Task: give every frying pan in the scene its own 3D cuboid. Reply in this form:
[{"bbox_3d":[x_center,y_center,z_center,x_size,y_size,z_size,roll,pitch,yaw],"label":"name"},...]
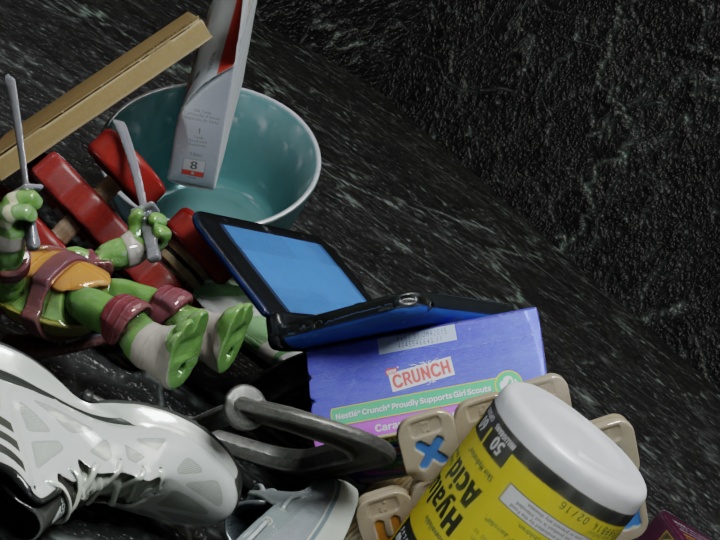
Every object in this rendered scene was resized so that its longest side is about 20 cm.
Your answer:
[{"bbox_3d":[-0.051,0.106,1.036,0.114,0.190,0.031,-16,69,-19],"label":"frying pan"}]

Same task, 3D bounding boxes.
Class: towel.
[{"bbox_3d":[-0.119,0.027,1.203,0.199,0.024,0.152,40,14,16],"label":"towel"}]

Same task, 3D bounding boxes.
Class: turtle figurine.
[{"bbox_3d":[-0.162,-0.020,0.793,0.192,0.201,0.144,27,-19,17],"label":"turtle figurine"}]

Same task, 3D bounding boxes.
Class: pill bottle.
[{"bbox_3d":[0.080,0.180,0.777,0.111,0.201,0.111,33,13,-8],"label":"pill bottle"}]

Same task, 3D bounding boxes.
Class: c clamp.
[{"bbox_3d":[-0.075,0.107,0.794,0.169,0.027,0.199,26,-23,-23],"label":"c clamp"}]

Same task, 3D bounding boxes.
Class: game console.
[{"bbox_3d":[0.000,0.000,0.929,0.199,0.169,0.120,8,69,-61],"label":"game console"}]

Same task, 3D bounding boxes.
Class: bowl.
[{"bbox_3d":[-0.138,-0.068,1.119,0.198,0.106,0.202,6,43,-5],"label":"bowl"}]

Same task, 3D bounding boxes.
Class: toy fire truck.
[{"bbox_3d":[-0.190,-0.018,0.988,0.200,0.112,0.168,46,-9,-13],"label":"toy fire truck"}]

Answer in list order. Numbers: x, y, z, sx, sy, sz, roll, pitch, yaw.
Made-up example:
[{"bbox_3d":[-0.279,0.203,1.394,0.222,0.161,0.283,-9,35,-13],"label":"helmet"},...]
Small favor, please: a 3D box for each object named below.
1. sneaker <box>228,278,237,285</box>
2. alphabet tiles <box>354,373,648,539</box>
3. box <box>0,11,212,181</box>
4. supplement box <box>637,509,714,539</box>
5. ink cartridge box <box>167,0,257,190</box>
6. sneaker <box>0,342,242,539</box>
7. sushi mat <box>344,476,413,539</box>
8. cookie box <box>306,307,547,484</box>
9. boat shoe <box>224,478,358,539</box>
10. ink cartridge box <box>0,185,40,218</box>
[{"bbox_3d":[-0.149,-0.051,1.220,0.200,0.076,0.081,41,25,27],"label":"sneaker"},{"bbox_3d":[0.098,0.167,0.845,0.015,0.197,0.198,-115,-171,-65],"label":"alphabet tiles"},{"bbox_3d":[-0.214,-0.149,1.017,0.021,0.199,0.164,56,-2,-18],"label":"box"},{"bbox_3d":[0.273,0.312,0.975,0.103,0.131,0.200,30,15,-26],"label":"supplement box"},{"bbox_3d":[-0.119,-0.194,1.030,0.049,0.202,0.163,10,43,-3],"label":"ink cartridge box"},{"bbox_3d":[-0.158,0.125,0.695,0.199,0.076,0.116,27,27,-22],"label":"sneaker"},{"bbox_3d":[0.035,0.208,0.983,0.095,0.012,0.200,39,13,10],"label":"sushi mat"},{"bbox_3d":[0.058,0.101,0.932,0.200,0.169,0.076,63,18,-71],"label":"cookie box"},{"bbox_3d":[-0.051,0.167,0.779,0.071,0.071,0.201,33,11,3],"label":"boat shoe"},{"bbox_3d":[-0.337,-0.093,1.002,0.199,0.051,0.109,27,15,-31],"label":"ink cartridge box"}]
